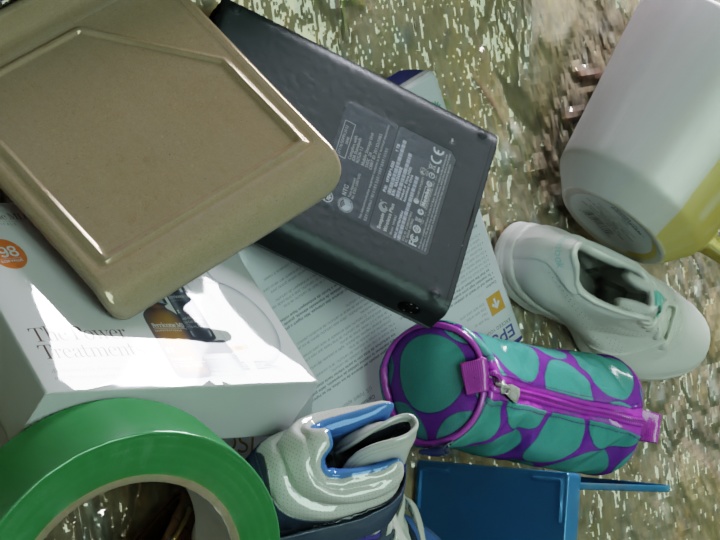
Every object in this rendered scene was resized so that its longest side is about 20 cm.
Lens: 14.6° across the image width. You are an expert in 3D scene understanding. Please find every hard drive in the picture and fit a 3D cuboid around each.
[{"bbox_3d":[-0.021,-0.068,1.747,0.200,0.033,0.140,26,59,-15],"label":"hard drive"}]

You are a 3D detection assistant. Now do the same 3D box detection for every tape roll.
[{"bbox_3d":[-0.141,0.171,1.569,0.200,0.048,0.201,-16,121,-29],"label":"tape roll"}]

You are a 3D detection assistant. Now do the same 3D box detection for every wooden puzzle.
[{"bbox_3d":[-0.137,-0.083,1.661,0.185,0.037,0.200,-33,75,-32],"label":"wooden puzzle"}]

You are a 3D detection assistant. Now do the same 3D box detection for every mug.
[{"bbox_3d":[0.229,-0.080,1.931,0.153,0.186,0.150,-53,156,-16],"label":"mug"}]

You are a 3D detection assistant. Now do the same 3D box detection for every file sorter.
[{"bbox_3d":[0.121,0.231,1.860,0.122,0.139,0.201,6,86,-42],"label":"file sorter"}]

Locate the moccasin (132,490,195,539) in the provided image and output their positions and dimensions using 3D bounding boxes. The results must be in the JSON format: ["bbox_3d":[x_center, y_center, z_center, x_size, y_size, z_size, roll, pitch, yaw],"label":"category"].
[{"bbox_3d":[-0.155,0.208,1.675,0.201,0.074,0.078,-42,106,-28],"label":"moccasin"}]

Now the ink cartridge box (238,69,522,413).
[{"bbox_3d":[0.000,0.000,1.821,0.196,0.043,0.200,-32,114,-35],"label":"ink cartridge box"}]

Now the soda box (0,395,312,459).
[{"bbox_3d":[-0.126,0.094,1.699,0.200,0.068,0.064,5,85,-39],"label":"soda box"}]

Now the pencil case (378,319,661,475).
[{"bbox_3d":[0.103,0.085,1.829,0.200,0.092,0.085,12,83,-50],"label":"pencil case"}]

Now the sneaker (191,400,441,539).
[{"bbox_3d":[0.011,0.143,1.701,0.200,0.146,0.081,14,46,-37],"label":"sneaker"}]

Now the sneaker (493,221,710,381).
[{"bbox_3d":[0.185,0.026,1.942,0.200,0.088,0.075,26,73,-37],"label":"sneaker"}]

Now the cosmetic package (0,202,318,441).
[{"bbox_3d":[-0.142,0.029,1.637,0.200,0.151,0.052,-1,134,-42],"label":"cosmetic package"}]
